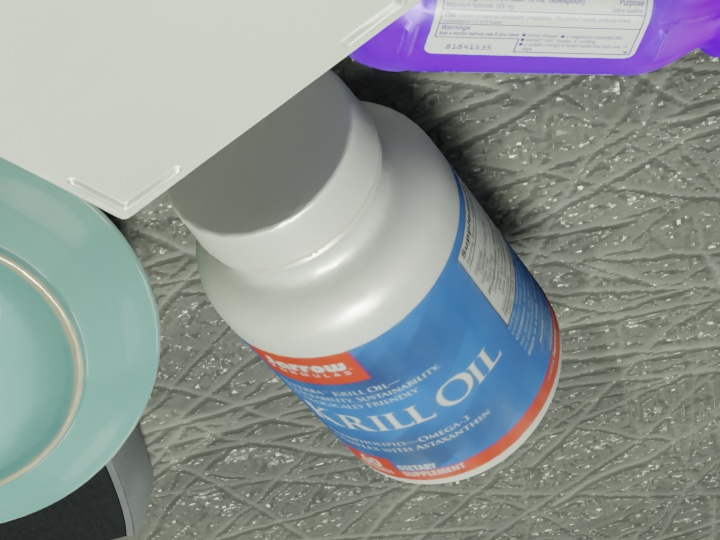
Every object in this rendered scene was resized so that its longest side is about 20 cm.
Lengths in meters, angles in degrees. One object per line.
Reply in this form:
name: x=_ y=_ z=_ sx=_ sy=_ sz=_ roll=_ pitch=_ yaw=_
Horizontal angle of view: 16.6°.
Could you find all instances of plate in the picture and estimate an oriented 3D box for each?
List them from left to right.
plate: x=-0.183 y=0.036 z=1.029 sx=0.199 sy=0.026 sz=0.201 roll=-2 pitch=123 yaw=-4

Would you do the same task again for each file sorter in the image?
file sorter: x=-0.105 y=-0.134 z=0.789 sx=0.139 sy=0.125 sz=0.200 roll=-34 pitch=140 yaw=26

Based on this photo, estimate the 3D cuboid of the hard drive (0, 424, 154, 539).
hard drive: x=-0.175 y=0.076 z=1.130 sx=0.134 sy=0.042 sz=0.200 roll=-14 pitch=145 yaw=3

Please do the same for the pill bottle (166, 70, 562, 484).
pill bottle: x=0.000 y=0.000 z=1.018 sx=0.112 sy=0.113 sz=0.200 roll=-23 pitch=143 yaw=15

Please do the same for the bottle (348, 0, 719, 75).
bottle: x=0.088 y=-0.113 z=0.911 sx=0.199 sy=0.084 sz=0.065 roll=0 pitch=143 yaw=-15
